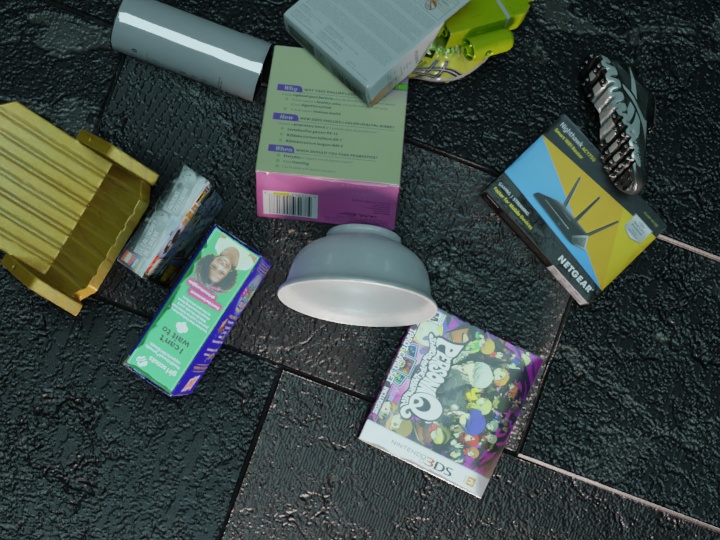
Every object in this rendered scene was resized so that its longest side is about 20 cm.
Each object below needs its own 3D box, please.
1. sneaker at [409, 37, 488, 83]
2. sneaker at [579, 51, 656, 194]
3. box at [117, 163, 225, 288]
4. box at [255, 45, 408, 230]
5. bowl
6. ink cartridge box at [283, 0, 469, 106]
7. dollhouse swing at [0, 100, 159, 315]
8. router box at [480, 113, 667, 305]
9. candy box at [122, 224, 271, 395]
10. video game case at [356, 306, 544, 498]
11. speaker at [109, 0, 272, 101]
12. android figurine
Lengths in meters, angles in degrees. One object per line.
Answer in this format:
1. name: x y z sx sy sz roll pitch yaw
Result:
1. sneaker: 0.083 -0.280 1.687 0.198 0.076 0.076 -14 87 -5
2. sneaker: 0.350 -0.191 1.682 0.090 0.067 0.202 0 64 -23
3. box: -0.228 -0.050 1.598 0.040 0.200 0.138 34 86 2
4. box: -0.033 -0.166 1.620 0.174 0.097 0.202 5 58 0
5. bowl: 0.000 0.000 1.621 0.199 0.201 0.091 7 73 -3
6. ink cartridge box: 0.028 -0.321 1.617 0.200 0.050 0.162 -40 67 -15
7. dollhouse swing: -0.391 -0.091 1.603 0.175 0.181 0.201 35 85 -35
8. router box: 0.276 -0.079 1.699 0.149 0.051 0.200 -43 90 -5
9. candy box: -0.197 0.052 1.611 0.077 0.169 0.201 31 86 2
10. video game case: 0.116 0.165 1.689 0.180 0.036 0.202 26 86 -2
11. speaker: -0.214 -0.286 1.669 0.198 0.081 0.082 20 87 -1
12. android figurine: 0.135 -0.353 1.678 0.198 0.041 0.183 -20 67 -26
